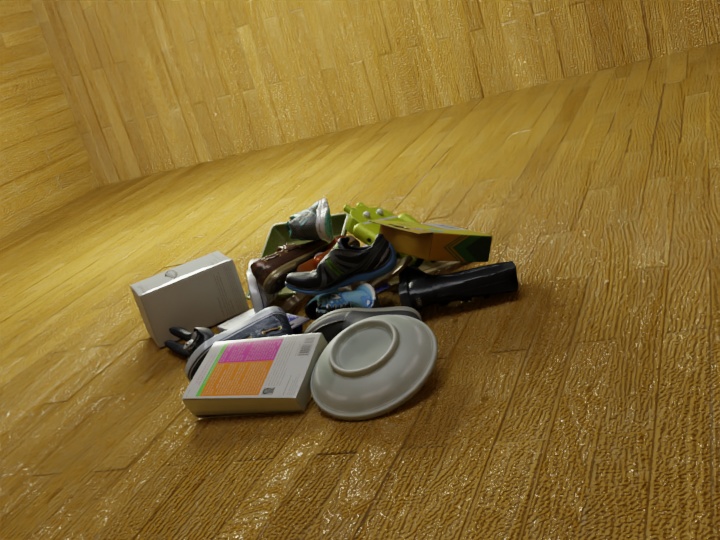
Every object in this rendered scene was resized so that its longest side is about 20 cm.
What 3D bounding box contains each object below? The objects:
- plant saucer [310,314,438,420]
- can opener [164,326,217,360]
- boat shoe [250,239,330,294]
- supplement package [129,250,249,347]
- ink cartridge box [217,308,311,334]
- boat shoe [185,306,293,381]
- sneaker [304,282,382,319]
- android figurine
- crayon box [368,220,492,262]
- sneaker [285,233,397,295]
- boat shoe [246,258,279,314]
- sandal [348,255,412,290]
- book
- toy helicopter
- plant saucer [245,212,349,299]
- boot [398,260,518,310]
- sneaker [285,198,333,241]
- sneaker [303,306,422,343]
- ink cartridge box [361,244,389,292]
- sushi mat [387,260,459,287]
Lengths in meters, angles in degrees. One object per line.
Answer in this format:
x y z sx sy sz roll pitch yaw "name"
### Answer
0.012 0.124 1.328 0.199 0.050 0.201 -18 35 13 "plant saucer"
-0.315 0.138 1.707 0.199 0.078 0.064 0 62 51 "can opener"
-0.130 -0.024 1.751 0.200 0.068 0.072 -31 -22 -49 "boat shoe"
-0.346 0.055 1.868 0.199 0.118 0.117 -23 19 -19 "supplement package"
-0.175 0.108 1.682 0.094 0.037 0.199 -27 17 -31 "ink cartridge box"
-0.198 0.145 1.533 0.200 0.071 0.091 -34 47 2 "boat shoe"
-0.029 0.073 1.592 0.090 0.079 0.200 -28 14 -28 "sneaker"
0.054 -0.074 1.757 0.200 0.041 0.182 36 28 27 "android figurine"
0.120 -0.051 1.612 0.199 0.051 0.126 1 11 -44 "crayon box"
-0.037 -0.013 1.587 0.198 0.083 0.071 -18 12 11 "sneaker"
-0.180 0.025 1.780 0.065 0.073 0.200 -11 16 -1 "boat shoe"
-0.003 0.003 1.661 0.211 0.070 0.078 -31 12 43 "sandal"
-0.161 0.158 1.422 0.199 0.048 0.134 -6 41 26 "book"
-0.077 0.013 1.717 0.200 0.079 0.132 -46 -16 -1 "toy helicopter"
-0.117 -0.017 1.889 0.198 0.048 0.201 -7 50 29 "plant saucer"
0.169 0.014 1.594 0.198 0.066 0.165 -16 19 8 "boot"
-0.101 -0.096 1.794 0.090 0.078 0.200 -8 7 -1 "sneaker"
-0.004 0.108 1.449 0.198 0.075 0.106 -12 18 11 "sneaker"
0.067 -0.025 1.854 0.197 0.044 0.200 -23 20 -19 "ink cartridge box"
0.124 -0.020 1.772 0.199 0.012 0.096 -19 35 -17 "sushi mat"
